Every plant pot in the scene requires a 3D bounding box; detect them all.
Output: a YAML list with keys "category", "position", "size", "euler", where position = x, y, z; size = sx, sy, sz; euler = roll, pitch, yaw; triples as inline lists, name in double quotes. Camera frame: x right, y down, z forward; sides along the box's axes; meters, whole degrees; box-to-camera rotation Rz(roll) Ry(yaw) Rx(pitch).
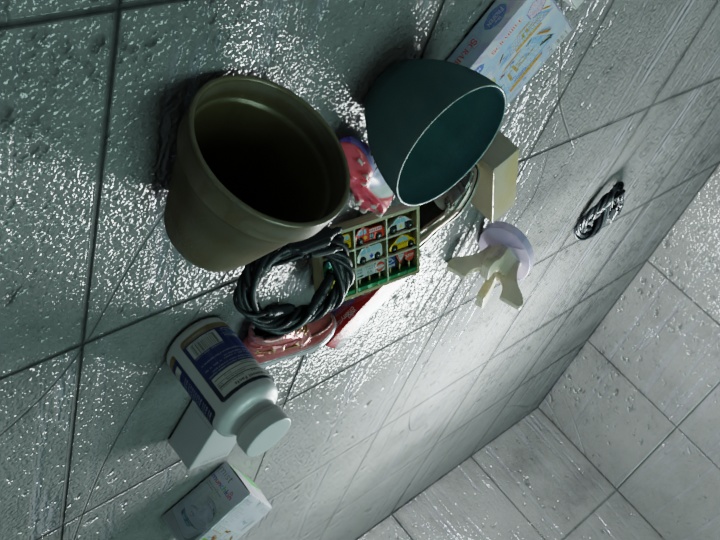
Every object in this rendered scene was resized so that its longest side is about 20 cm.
- category: "plant pot"
  position: [0.082, -0.209, 1.189]
  size: [0.199, 0.135, 0.201]
  euler: [-36, 155, -19]
- category: "plant pot"
  position: [-0.140, -0.090, 0.991]
  size: [0.199, 0.201, 0.173]
  euler: [-18, 163, -46]

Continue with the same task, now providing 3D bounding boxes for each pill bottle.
- category: "pill bottle"
  position: [-0.194, 0.176, 1.303]
  size: [0.111, 0.200, 0.111]
  euler: [-35, 156, -18]

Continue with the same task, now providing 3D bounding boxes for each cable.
- category: "cable"
  position: [-0.102, 0.020, 1.305]
  size: [0.199, 0.051, 0.164]
  euler: [-25, 135, -26]
- category: "cable"
  position: [0.645, -0.161, 2.336]
  size: [0.162, 0.051, 0.201]
  euler: [-32, 157, -16]

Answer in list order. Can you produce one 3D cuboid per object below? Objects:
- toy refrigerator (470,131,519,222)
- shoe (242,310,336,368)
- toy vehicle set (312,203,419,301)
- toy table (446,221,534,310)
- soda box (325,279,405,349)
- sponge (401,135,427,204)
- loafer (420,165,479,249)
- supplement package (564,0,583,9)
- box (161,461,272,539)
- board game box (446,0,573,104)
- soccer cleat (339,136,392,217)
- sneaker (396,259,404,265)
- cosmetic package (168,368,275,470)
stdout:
- category: "toy refrigerator"
  position: [0.242, -0.177, 1.588]
  size: [0.070, 0.076, 0.200]
  euler: [-39, 156, -10]
- category: "shoe"
  position: [-0.113, 0.099, 1.471]
  size: [0.199, 0.072, 0.091]
  euler: [-21, 154, -34]
- category: "toy vehicle set"
  position: [0.012, -0.027, 1.419]
  size: [0.198, 0.026, 0.126]
  euler: [-20, 121, -29]
- category: "toy table"
  position: [0.290, -0.004, 1.858]
  size: [0.117, 0.183, 0.201]
  euler: [-52, 149, -22]
- category: "soda box"
  position: [-0.003, 0.051, 1.585]
  size: [0.200, 0.063, 0.070]
  euler: [-47, 157, 7]
- category: "sponge"
  position: [0.120, -0.185, 1.383]
  size: [0.111, 0.030, 0.200]
  euler: [-26, 161, -17]
- category: "loafer"
  position: [0.131, -0.112, 1.529]
  size: [0.063, 0.072, 0.200]
  euler: [6, 129, -52]
- category: "supplement package"
  position: [0.290, -0.467, 1.111]
  size: [0.200, 0.121, 0.120]
  euler: [-49, 157, 13]
- category: "box"
  position: [-0.299, 0.517, 1.846]
  size: [0.176, 0.097, 0.200]
  euler: [-41, 157, -9]
- category: "board game box"
  position: [0.223, -0.335, 1.328]
  size: [0.200, 0.041, 0.199]
  euler: [-49, 157, 13]
- category: "soccer cleat"
  position: [0.007, -0.152, 1.277]
  size: [0.200, 0.066, 0.077]
  euler: [58, 48, -61]
- category: "sneaker"
  position: [0.000, 0.000, 1.502]
  size: [0.199, 0.067, 0.091]
  euler: [-22, 154, -29]
- category: "cosmetic package"
  position: [-0.243, 0.246, 1.509]
  size: [0.101, 0.071, 0.201]
  euler: [-11, 141, -52]
